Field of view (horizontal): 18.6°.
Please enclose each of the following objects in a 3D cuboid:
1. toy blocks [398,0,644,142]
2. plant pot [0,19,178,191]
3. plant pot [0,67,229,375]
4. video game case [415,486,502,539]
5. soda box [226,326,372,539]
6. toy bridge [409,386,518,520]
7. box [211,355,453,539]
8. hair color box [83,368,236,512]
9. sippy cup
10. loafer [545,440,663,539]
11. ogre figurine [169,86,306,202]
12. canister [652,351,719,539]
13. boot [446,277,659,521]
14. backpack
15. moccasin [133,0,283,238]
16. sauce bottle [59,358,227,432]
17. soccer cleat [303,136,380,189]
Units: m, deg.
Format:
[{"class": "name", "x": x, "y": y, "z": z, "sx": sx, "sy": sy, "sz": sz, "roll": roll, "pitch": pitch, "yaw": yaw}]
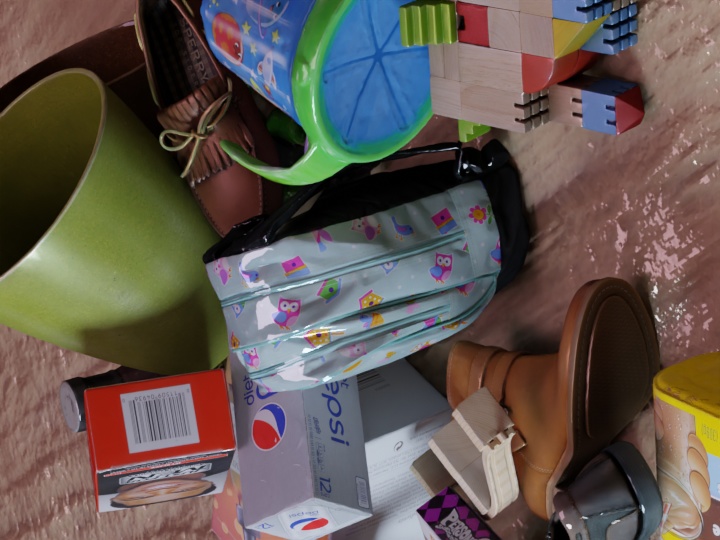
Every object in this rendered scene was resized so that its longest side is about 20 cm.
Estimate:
[{"class": "toy blocks", "x": 0.105, "y": -0.162, "z": 1.311, "sx": 0.136, "sy": 0.100, "sz": 0.202, "roll": 15, "pitch": 119, "yaw": 40}, {"class": "plant pot", "x": -0.171, "y": -0.073, "z": 1.720, "sx": 0.186, "sy": 0.186, "sz": 0.201, "roll": 7, "pitch": 125, "yaw": 56}, {"class": "plant pot", "x": -0.175, "y": -0.012, "z": 1.579, "sx": 0.200, "sy": 0.188, "sz": 0.187, "roll": 37, "pitch": 166, "yaw": -33}, {"class": "video game case", "x": 0.116, "y": 0.263, "z": 1.494, "sx": 0.181, "sy": 0.036, "sz": 0.201, "roll": 48, "pitch": 165, "yaw": 35}, {"class": "soda box", "x": -0.045, "y": 0.081, "z": 1.521, "sx": 0.068, "sy": 0.063, "sz": 0.202, "roll": -26, "pitch": 58, "yaw": 34}, {"class": "toy bridge", "x": 0.075, "y": 0.130, "z": 1.455, "sx": 0.067, "sy": 0.027, "sz": 0.200, "roll": 53, "pitch": 164, "yaw": 8}, {"class": "box", "x": -0.025, "y": 0.151, "z": 1.656, "sx": 0.152, "sy": 0.106, "sz": 0.201, "roll": 42, "pitch": 139, "yaw": 38}, {"class": "hair color box", "x": -0.146, "y": 0.125, "z": 1.580, "sx": 0.200, "sy": 0.101, "sz": 0.062, "roll": 113, "pitch": 148, "yaw": -76}, {"class": "sippy cup", "x": -0.026, "y": -0.154, "z": 1.386, "sx": 0.130, "sy": 0.178, "sz": 0.140, "roll": 29, "pitch": 147, "yaw": 36}, {"class": "loafer", "x": 0.132, "y": 0.165, "z": 1.327, "sx": 0.072, "sy": 0.062, "sz": 0.201, "roll": 60, "pitch": 163, "yaw": 26}, {"class": "ogre figurine", "x": -0.070, "y": -0.084, "z": 1.618, "sx": 0.119, "sy": 0.098, "sz": 0.201, "roll": 16, "pitch": 137, "yaw": 33}, {"class": "canister", "x": 0.235, "y": 0.162, "z": 1.274, "sx": 0.148, "sy": 0.086, "sz": 0.202, "roll": 22, "pitch": 123, "yaw": 53}, {"class": "boot", "x": 0.120, "y": 0.072, "z": 1.427, "sx": 0.155, "sy": 0.076, "sz": 0.201, "roll": 33, "pitch": 142, "yaw": 46}, {"class": "backpack", "x": 0.000, "y": 0.000, "z": 1.444, "sx": 0.167, "sy": 0.199, "sz": 0.128, "roll": -28, "pitch": 83, "yaw": 58}, {"class": "moccasin", "x": -0.109, "y": -0.113, "z": 1.532, "sx": 0.073, "sy": 0.078, "sz": 0.203, "roll": -21, "pitch": 75, "yaw": 24}, {"class": "sauce bottle", "x": -0.133, "y": 0.083, "z": 1.695, "sx": 0.066, "sy": 0.199, "sz": 0.067, "roll": 35, "pitch": 132, "yaw": 51}, {"class": "soccer cleat", "x": -0.008, "y": -0.141, "z": 1.509, "sx": 0.073, "sy": 0.068, "sz": 0.201, "roll": 47, "pitch": 138, "yaw": 34}]
